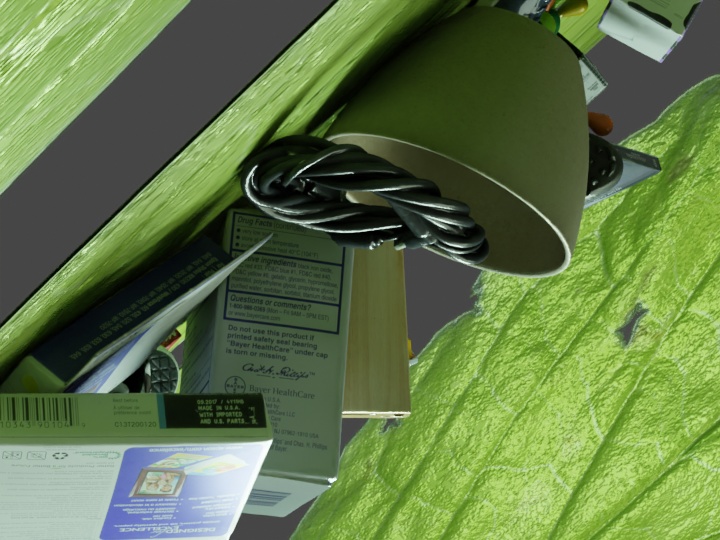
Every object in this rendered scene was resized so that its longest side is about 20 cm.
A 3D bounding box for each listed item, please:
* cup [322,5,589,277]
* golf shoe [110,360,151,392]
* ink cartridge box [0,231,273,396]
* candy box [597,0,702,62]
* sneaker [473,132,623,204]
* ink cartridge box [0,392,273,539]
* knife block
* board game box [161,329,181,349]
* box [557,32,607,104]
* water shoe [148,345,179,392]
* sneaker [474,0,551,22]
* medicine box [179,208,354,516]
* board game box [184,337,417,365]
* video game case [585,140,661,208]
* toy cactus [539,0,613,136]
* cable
[{"bbox_3d":[0.088,-0.105,1.404,0.144,0.200,0.200,-64,-176,-16],"label":"cup"},{"bbox_3d":[-0.233,0.118,1.504,0.200,0.078,0.095,-28,142,-59],"label":"golf shoe"},{"bbox_3d":[-0.178,0.049,1.349,0.198,0.047,0.200,-37,173,-48],"label":"ink cartridge box"},{"bbox_3d":[0.287,-0.292,1.660,0.201,0.071,0.168,-61,177,0],"label":"candy box"},{"bbox_3d":[0.115,-0.066,1.526,0.199,0.067,0.090,-12,166,19],"label":"sneaker"},{"bbox_3d":[-0.175,0.146,1.316,0.197,0.044,0.200,0,147,-16],"label":"ink cartridge box"},{"bbox_3d":[0.000,0.000,1.563,0.200,0.064,0.176,-111,-155,-58],"label":"knife block"},{"bbox_3d":[-0.250,0.127,1.817,0.103,0.019,0.200,-37,175,-47],"label":"board game box"},{"bbox_3d":[0.126,-0.148,1.831,0.200,0.048,0.193,-42,-157,7],"label":"box"},{"bbox_3d":[-0.244,0.130,1.646,0.200,0.072,0.079,-42,-154,-23],"label":"water shoe"},{"bbox_3d":[0.113,-0.173,1.513,0.200,0.085,0.075,-43,178,16],"label":"sneaker"},{"bbox_3d":[-0.078,0.075,1.489,0.182,0.102,0.201,133,-36,-70],"label":"medicine box"},{"bbox_3d":[-0.062,0.066,1.841,0.199,0.026,0.200,-7,-167,-9],"label":"board game box"},{"bbox_3d":[0.141,-0.079,1.627,0.143,0.019,0.199,-27,155,37],"label":"video game case"},{"bbox_3d":[0.153,-0.175,1.691,0.165,0.102,0.201,-3,-102,65],"label":"toy cactus"},{"bbox_3d":[0.004,-0.042,1.327,0.200,0.162,0.051,44,65,-70],"label":"cable"}]
